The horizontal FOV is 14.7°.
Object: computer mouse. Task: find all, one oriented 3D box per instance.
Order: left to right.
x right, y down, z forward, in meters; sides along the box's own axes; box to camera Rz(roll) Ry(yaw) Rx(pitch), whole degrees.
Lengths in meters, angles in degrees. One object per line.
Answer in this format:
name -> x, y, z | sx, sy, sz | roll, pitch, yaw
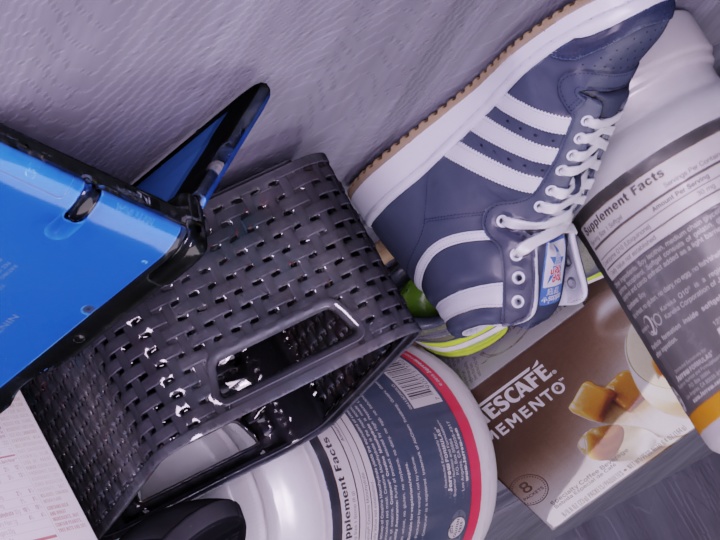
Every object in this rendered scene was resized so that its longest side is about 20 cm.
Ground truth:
computer mouse -> -0.125, 0.187, 1.317 | 0.140, 0.046, 0.200 | -31, 147, -38

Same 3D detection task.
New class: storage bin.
storage bin -> -0.071, 0.039, 1.264 | 0.135, 0.094, 0.200 | -25, 170, -21

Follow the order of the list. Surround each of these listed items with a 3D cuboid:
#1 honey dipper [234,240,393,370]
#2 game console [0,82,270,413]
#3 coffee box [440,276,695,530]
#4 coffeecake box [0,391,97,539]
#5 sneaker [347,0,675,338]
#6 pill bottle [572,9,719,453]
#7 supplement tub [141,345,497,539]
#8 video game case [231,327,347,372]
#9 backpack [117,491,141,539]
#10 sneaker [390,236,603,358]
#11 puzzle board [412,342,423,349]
honey dipper -> 0.000, 0.000, 1.442 | 0.200, 0.038, 0.038 | -35, 167, 29
game console -> -0.151, -0.010, 1.071 | 0.170, 0.119, 0.200 | 25, 129, -38
coffee box -> 0.148, 0.040, 1.595 | 0.200, 0.114, 0.080 | -37, -154, 17
coffeecake box -> -0.186, 0.153, 1.212 | 0.153, 0.200, 0.073 | -37, 164, 29
sneaker -> 0.091, -0.046, 1.290 | 0.200, 0.109, 0.070 | -38, 166, 34
pill bottle -> 0.174, -0.020, 1.376 | 0.116, 0.200, 0.116 | -29, 168, -7
supplement tub -> -0.036, 0.120, 1.508 | 0.200, 0.141, 0.140 | -11, 158, -45
video game case -> -0.069, 0.076, 1.635 | 0.200, 0.018, 0.143 | -19, 163, -44
backpack -> -0.209, 0.176, 1.383 | 0.199, 0.151, 0.178 | -13, 137, -32
sneaker -> 0.089, -0.015, 1.519 | 0.200, 0.074, 0.081 | -39, 161, 24
puzzle board -> 0.031, 0.050, 1.714 | 0.151, 0.017, 0.200 | -39, 174, 13
